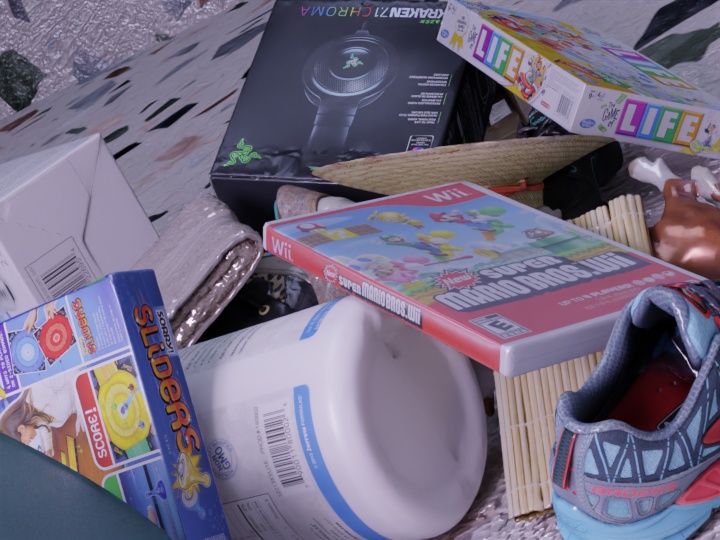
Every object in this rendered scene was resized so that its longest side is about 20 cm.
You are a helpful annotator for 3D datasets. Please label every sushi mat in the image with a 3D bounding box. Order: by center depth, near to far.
[{"bbox_3d":[0.112,0.039,0.882,0.095,0.012,0.200,-21,39,17],"label":"sushi mat"}]

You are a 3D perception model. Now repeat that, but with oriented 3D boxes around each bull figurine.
[{"bbox_3d":[0.132,0.007,0.969,0.199,0.065,0.122,-20,37,19],"label":"bull figurine"}]

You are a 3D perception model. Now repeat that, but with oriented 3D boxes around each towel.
[{"bbox_3d":[-0.149,0.037,1.161,0.200,0.034,0.133,-50,25,0],"label":"towel"}]

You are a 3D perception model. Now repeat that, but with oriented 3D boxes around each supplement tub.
[{"bbox_3d":[-0.045,0.093,0.918,0.199,0.132,0.132,-17,20,36],"label":"supplement tub"}]

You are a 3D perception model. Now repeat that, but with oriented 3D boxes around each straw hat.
[{"bbox_3d":[0.072,-0.031,1.069,0.200,0.086,0.201,-6,0,0],"label":"straw hat"}]

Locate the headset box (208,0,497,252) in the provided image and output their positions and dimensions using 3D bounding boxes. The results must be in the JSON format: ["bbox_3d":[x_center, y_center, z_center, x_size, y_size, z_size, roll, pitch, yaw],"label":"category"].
[{"bbox_3d":[-0.003,-0.103,1.297,0.173,0.093,0.201,4,54,19],"label":"headset box"}]

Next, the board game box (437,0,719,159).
[{"bbox_3d":[0.156,-0.135,1.190,0.134,0.034,0.200,7,21,-28],"label":"board game box"}]

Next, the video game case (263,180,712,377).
[{"bbox_3d":[0.063,-0.002,0.874,0.143,0.018,0.200,-14,25,-34],"label":"video game case"}]

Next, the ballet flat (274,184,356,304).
[{"bbox_3d":[0.000,0.000,1.118,0.067,0.068,0.200,-44,46,23],"label":"ballet flat"}]

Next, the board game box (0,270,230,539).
[{"bbox_3d":[-0.136,0.116,0.869,0.135,0.201,0.034,-20,-8,32],"label":"board game box"}]

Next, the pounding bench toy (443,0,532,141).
[{"bbox_3d":[0.053,-0.155,1.507,0.156,0.125,0.200,-29,16,4],"label":"pounding bench toy"}]

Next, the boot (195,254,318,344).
[{"bbox_3d":[-0.116,0.064,1.194,0.199,0.073,0.151,-5,39,38],"label":"boot"}]

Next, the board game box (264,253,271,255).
[{"bbox_3d":[-0.063,0.007,1.380,0.126,0.035,0.200,-30,16,4],"label":"board game box"}]

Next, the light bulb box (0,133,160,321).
[{"bbox_3d":[-0.251,0.013,1.397,0.125,0.199,0.200,-37,17,-31],"label":"light bulb box"}]

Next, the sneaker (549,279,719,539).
[{"bbox_3d":[0.160,0.040,0.765,0.079,0.096,0.200,21,53,41],"label":"sneaker"}]

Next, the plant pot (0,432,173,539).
[{"bbox_3d":[-0.155,0.166,0.714,0.141,0.200,0.142,-21,33,29],"label":"plant pot"}]

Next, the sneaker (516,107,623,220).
[{"bbox_3d":[0.132,-0.068,1.194,0.075,0.079,0.200,-23,19,22],"label":"sneaker"}]
